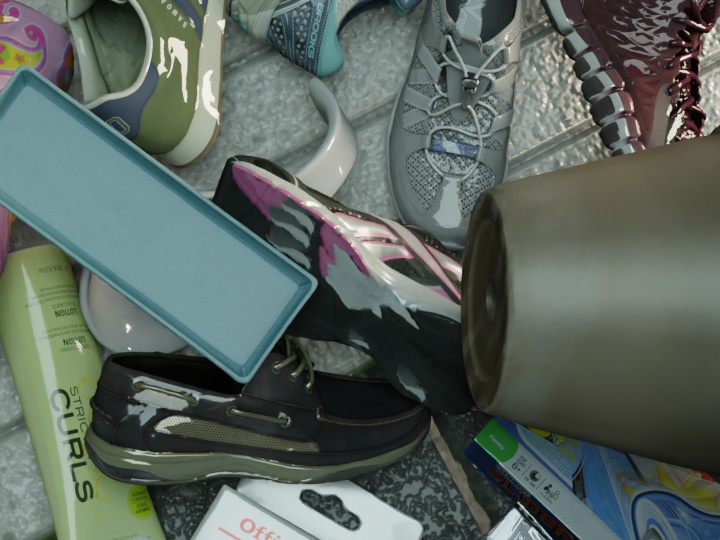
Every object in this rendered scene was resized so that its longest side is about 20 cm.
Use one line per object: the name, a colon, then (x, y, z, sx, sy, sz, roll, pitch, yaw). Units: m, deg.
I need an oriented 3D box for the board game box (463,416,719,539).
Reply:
board game box: (0.176, 0.122, 1.240, 0.200, 0.034, 0.135, 42, 70, 7)

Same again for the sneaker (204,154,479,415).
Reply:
sneaker: (0.000, 0.000, 1.232, 0.200, 0.087, 0.080, 38, 122, -12)

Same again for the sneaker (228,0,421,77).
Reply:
sneaker: (0.017, -0.199, 1.298, 0.086, 0.078, 0.200, 42, 90, 5)

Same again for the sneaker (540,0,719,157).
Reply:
sneaker: (0.187, -0.122, 1.263, 0.115, 0.076, 0.201, -28, 80, 19)

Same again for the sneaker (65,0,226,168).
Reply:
sneaker: (-0.128, -0.165, 1.262, 0.067, 0.090, 0.202, -15, 70, 40)

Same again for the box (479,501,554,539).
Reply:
box: (0.120, 0.196, 1.150, 0.050, 0.200, 0.158, -45, 82, -2)

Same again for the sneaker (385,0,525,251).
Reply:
sneaker: (0.055, -0.113, 1.271, 0.074, 0.082, 0.202, 6, 80, 0)

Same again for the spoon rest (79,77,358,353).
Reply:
spoon rest: (-0.077, -0.028, 1.254, 0.200, 0.100, 0.061, -42, 40, -12)

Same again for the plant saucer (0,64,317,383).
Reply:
plant saucer: (-0.122, -0.024, 1.177, 0.200, 0.019, 0.070, 37, 83, -2)

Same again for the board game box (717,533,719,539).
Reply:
board game box: (0.233, 0.126, 1.069, 0.036, 0.199, 0.152, 27, 114, 31)

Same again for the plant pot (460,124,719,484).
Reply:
plant pot: (0.147, 0.016, 1.146, 0.172, 0.200, 0.202, 1, 78, -9)

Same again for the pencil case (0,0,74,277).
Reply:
pencil case: (-0.224, -0.056, 1.228, 0.087, 0.088, 0.201, 14, 62, 2)

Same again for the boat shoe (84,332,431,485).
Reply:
boat shoe: (-0.053, 0.073, 1.213, 0.199, 0.075, 0.074, -4, 113, -18)

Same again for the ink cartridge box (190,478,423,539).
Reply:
ink cartridge box: (-0.057, 0.200, 1.213, 0.116, 0.068, 0.201, 29, 79, 5)

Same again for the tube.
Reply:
tube: (-0.162, 0.085, 1.243, 0.058, 0.052, 0.201, -18, 79, -4)
